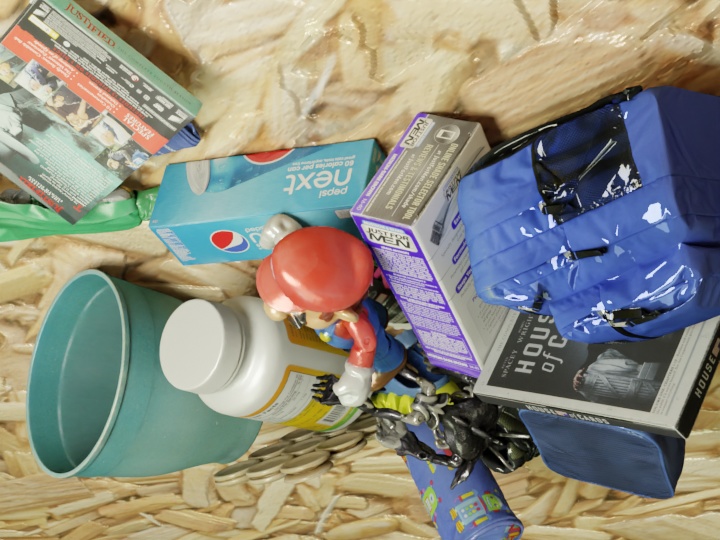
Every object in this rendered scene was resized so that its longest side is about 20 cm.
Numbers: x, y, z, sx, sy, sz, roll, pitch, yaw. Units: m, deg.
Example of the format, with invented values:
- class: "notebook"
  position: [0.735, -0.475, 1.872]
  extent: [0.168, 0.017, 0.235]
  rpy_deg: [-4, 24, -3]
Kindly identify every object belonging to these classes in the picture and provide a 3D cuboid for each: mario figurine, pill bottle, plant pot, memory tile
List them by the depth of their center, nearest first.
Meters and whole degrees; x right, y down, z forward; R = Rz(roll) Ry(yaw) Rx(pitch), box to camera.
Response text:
- class: "mario figurine"
  position: [-0.034, 0.033, 1.123]
  extent: [0.123, 0.106, 0.200]
  rpy_deg: [25, 166, 27]
- class: "pill bottle"
  position: [-0.087, 0.085, 1.312]
  extent: [0.111, 0.111, 0.200]
  rpy_deg: [-15, 159, 36]
- class: "plant pot"
  position: [-0.202, 0.114, 1.395]
  extent: [0.188, 0.201, 0.200]
  rpy_deg: [13, 154, -37]
- class: "memory tile"
  position: [-0.039, 0.173, 1.408]
  extent: [0.153, 0.017, 0.200]
  rpy_deg: [-14, -174, 42]

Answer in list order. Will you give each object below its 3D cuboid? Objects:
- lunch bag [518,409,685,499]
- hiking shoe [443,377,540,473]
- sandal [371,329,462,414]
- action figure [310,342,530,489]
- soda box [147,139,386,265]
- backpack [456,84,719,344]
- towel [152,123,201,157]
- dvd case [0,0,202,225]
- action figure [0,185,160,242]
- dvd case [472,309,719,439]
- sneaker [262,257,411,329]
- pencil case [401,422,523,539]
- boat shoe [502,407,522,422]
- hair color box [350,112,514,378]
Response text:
- class: "lunch bag"
  position: [0.233, 0.109, 1.292]
  extent: [0.136, 0.133, 0.200]
  rpy_deg: [11, 155, 24]
- class: "hiking shoe"
  position: [0.159, 0.171, 1.443]
  extent: [0.200, 0.101, 0.076]
  rpy_deg: [25, 142, -23]
- class: "sandal"
  position: [0.014, 0.097, 1.411]
  extent: [0.200, 0.079, 0.087]
  rpy_deg: [-4, 107, 40]
- class: "action figure"
  position: [0.059, 0.119, 1.288]
  extent: [0.200, 0.119, 0.102]
  rpy_deg: [30, -179, -29]
- class: "soda box"
  position: [-0.072, -0.055, 1.173]
  extent: [0.200, 0.068, 0.064]
  rpy_deg: [-4, 146, 24]
- class: "backpack"
  position: [0.170, -0.030, 1.003]
  extent: [0.200, 0.168, 0.162]
  rpy_deg: [-19, 161, 40]
- class: "towel"
  position: [-0.246, -0.131, 1.153]
  extent: [0.200, 0.024, 0.145]
  rpy_deg: [-7, 147, 30]
- class: "dvd case"
  position: [-0.233, -0.122, 1.097]
  extent: [0.146, 0.022, 0.200]
  rpy_deg: [37, 137, -19]
- class: "action figure"
  position: [-0.265, -0.056, 1.232]
  extent: [0.199, 0.055, 0.118]
  rpy_deg: [-1, 168, -4]
- class: "dvd case"
  position: [0.191, 0.045, 1.079]
  extent: [0.200, 0.151, 0.025]
  rpy_deg: [6, 153, 48]
- class: "sneaker"
  position: [0.000, 0.000, 1.236]
  extent: [0.199, 0.074, 0.087]
  rpy_deg: [4, 155, 20]
- class: "pencil case"
  position: [0.090, 0.213, 1.452]
  extent: [0.078, 0.200, 0.087]
  rpy_deg: [-5, 134, -28]
- class: "boat shoe"
  position: [0.139, 0.101, 1.366]
  extent: [0.068, 0.074, 0.199]
  rpy_deg: [-6, 144, 37]
- class: "hair color box"
  position: [0.074, -0.016, 1.122]
  extent: [0.065, 0.109, 0.200]
  rpy_deg: [15, 149, 34]
